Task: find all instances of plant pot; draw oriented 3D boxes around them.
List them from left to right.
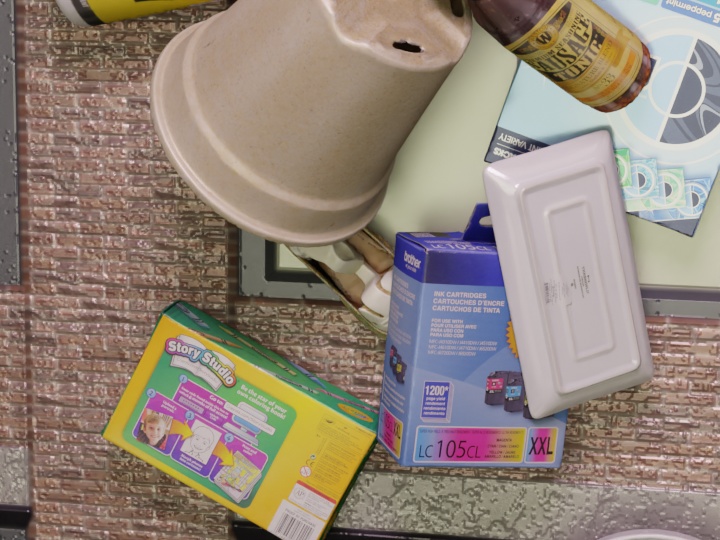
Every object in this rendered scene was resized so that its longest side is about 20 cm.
[{"bbox_3d":[-0.022,-0.148,1.305,0.200,0.200,0.183,45,137,0],"label":"plant pot"}]

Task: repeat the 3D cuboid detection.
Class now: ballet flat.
[{"bbox_3d":[0.000,0.000,1.432,0.200,0.071,0.071,43,105,0],"label":"ballet flat"}]

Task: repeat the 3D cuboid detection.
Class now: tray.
[{"bbox_3d":[0.159,0.005,1.356,0.107,0.022,0.200,-17,106,-15],"label":"tray"}]

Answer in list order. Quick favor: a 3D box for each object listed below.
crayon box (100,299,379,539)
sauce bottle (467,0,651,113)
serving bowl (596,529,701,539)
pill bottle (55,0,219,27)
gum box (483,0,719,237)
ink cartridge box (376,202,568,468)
[{"bbox_3d":[-0.093,0.125,1.476,0.200,0.058,0.119,29,104,4],"label":"crayon box"},{"bbox_3d":[0.122,-0.177,1.277,0.200,0.066,0.066,26,108,-38],"label":"sauce bottle"},{"bbox_3d":[0.230,0.293,1.444,0.200,0.066,0.201,2,101,11],"label":"serving bowl"},{"bbox_3d":[-0.132,-0.257,1.385,0.200,0.114,0.115,-10,98,12],"label":"pill bottle"},{"bbox_3d":[0.206,-0.148,1.378,0.170,0.045,0.200,20,103,7],"label":"gum box"},{"bbox_3d":[0.092,0.045,1.394,0.136,0.076,0.201,2,100,-19],"label":"ink cartridge box"}]
